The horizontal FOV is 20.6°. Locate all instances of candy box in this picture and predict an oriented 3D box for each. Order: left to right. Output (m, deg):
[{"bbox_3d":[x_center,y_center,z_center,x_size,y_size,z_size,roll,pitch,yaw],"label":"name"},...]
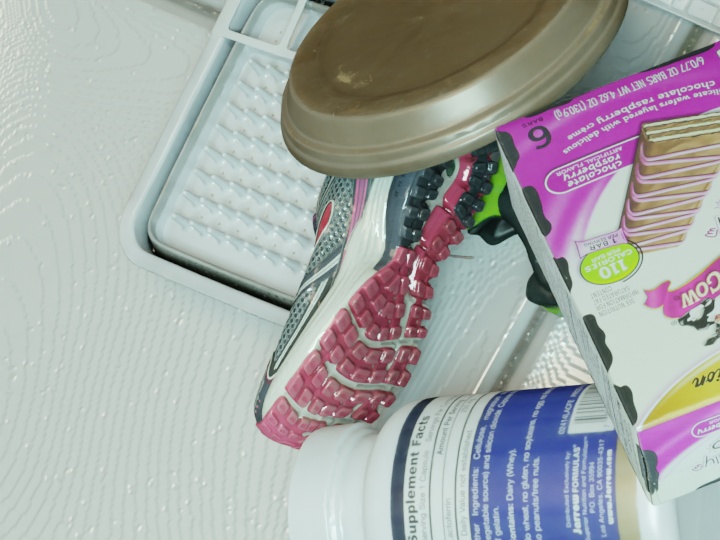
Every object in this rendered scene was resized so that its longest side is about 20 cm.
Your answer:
[{"bbox_3d":[0.155,-0.007,0.898,0.135,0.061,0.201,-21,47,0],"label":"candy box"}]

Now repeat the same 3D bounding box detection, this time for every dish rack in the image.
[{"bbox_3d":[-0.035,-0.069,1.141,0.171,0.044,0.201,21,80,33],"label":"dish rack"}]

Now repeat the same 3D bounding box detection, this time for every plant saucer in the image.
[{"bbox_3d":[0.043,-0.122,1.032,0.199,0.030,0.201,-22,32,14],"label":"plant saucer"}]

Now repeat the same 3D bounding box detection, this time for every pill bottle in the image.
[{"bbox_3d":[0.071,0.116,0.958,0.199,0.116,0.117,-7,66,27],"label":"pill bottle"}]

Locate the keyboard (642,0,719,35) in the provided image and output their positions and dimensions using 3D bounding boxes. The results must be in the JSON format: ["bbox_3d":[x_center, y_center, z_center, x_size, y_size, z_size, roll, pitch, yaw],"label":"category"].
[{"bbox_3d":[0.145,-0.188,1.113,0.199,0.011,0.057,31,86,35],"label":"keyboard"}]

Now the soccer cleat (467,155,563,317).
[{"bbox_3d":[0.135,0.000,1.011,0.200,0.067,0.081,39,100,41],"label":"soccer cleat"}]

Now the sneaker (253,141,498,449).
[{"bbox_3d":[0.000,0.000,1.038,0.074,0.081,0.201,20,77,38],"label":"sneaker"}]
